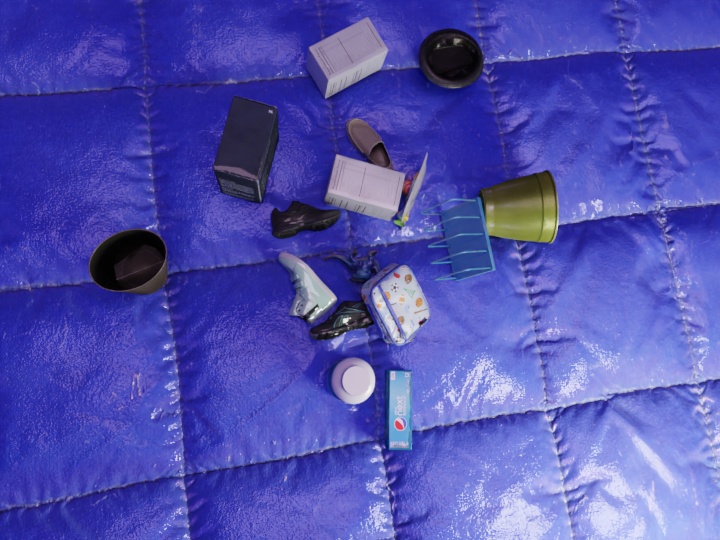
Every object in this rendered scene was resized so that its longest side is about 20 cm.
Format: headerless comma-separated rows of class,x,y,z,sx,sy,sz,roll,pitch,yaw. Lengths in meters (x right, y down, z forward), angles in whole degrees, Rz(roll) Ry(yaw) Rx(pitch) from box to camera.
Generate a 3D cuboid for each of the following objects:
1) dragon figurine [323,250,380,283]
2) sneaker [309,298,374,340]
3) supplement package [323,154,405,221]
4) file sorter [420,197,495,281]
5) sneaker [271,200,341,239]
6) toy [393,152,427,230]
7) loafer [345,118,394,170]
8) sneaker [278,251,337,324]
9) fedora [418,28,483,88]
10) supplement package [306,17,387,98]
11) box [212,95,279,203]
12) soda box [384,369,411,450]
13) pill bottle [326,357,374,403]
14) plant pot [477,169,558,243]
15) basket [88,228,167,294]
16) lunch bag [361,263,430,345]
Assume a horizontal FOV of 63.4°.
dragon figurine,0.000,0.000,1.588,0.196,0.059,0.102,0,80,-10
sneaker,-0.049,0.130,1.561,0.197,0.076,0.080,-16,74,-20
supplement package,0.008,-0.225,1.601,0.196,0.110,0.116,15,79,-6
file sorter,0.257,-0.082,1.581,0.121,0.138,0.204,-4,80,-41
sneaker,-0.150,-0.151,1.585,0.196,0.076,0.092,-11,75,-13
toy,0.134,-0.220,1.622,0.046,0.115,0.203,17,77,8
loafer,0.033,-0.353,1.647,0.075,0.068,0.201,-37,88,-13
sneaker,-0.168,0.051,1.542,0.200,0.074,0.118,44,71,-2
fedora,0.258,-0.605,1.713,0.196,0.092,0.205,1,80,-8
supplement package,-0.041,-0.599,1.647,0.198,0.110,0.115,-31,86,-13
box,-0.293,-0.309,1.523,0.122,0.197,0.204,14,78,-6
soda box,0.099,0.365,1.538,0.063,0.068,0.204,3,80,-8
pill bottle,-0.025,0.276,1.466,0.108,0.200,0.113,1,80,-8
plant pot,0.430,-0.171,1.629,0.189,0.200,0.205,-3,81,2
basket,-0.546,-0.009,1.431,0.178,0.200,0.138,-25,86,-11
lunch bag,0.094,0.095,1.543,0.160,0.075,0.202,-37,111,-26
